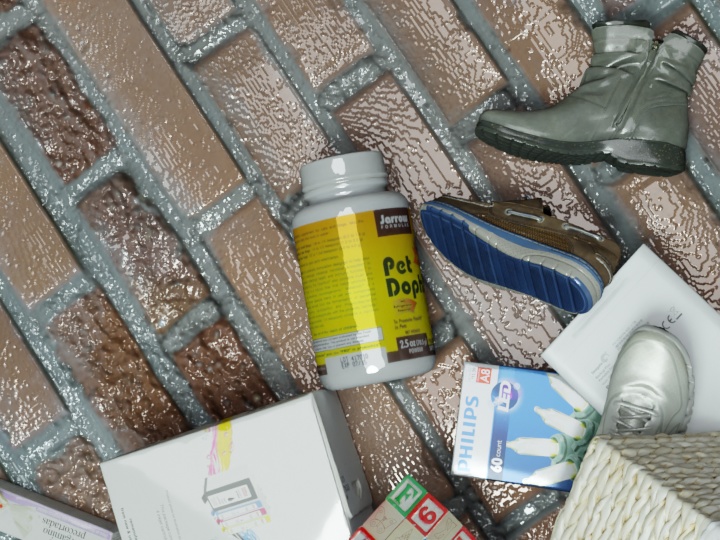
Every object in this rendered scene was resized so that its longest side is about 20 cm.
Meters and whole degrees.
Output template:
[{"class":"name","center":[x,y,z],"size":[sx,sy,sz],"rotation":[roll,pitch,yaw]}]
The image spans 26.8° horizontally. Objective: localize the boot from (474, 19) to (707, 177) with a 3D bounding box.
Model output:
[{"class":"boot","center":[0.206,-0.161,1.356],"size":[0.197,0.068,0.132],"rotation":[8,85,1]}]

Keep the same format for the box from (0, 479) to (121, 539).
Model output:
[{"class":"box","center":[-0.322,0.227,1.424],"size":[0.198,0.041,0.039],"rotation":[20,92,7]}]

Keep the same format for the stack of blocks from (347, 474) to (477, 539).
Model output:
[{"class":"stack of blocks","center":[0.062,0.274,1.284],"size":[0.115,0.200,0.058],"rotation":[-47,45,-6]}]

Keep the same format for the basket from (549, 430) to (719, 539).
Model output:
[{"class":"basket","center":[0.253,0.240,1.165],"size":[0.161,0.197,0.202],"rotation":[39,116,44]}]

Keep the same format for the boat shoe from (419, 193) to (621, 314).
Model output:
[{"class":"boat shoe","center":[0.142,-0.025,1.338],"size":[0.199,0.073,0.072],"rotation":[28,58,34]}]

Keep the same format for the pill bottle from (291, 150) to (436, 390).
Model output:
[{"class":"pill bottle","center":[0.000,0.000,1.351],"size":[0.108,0.109,0.203],"rotation":[-11,87,7]}]

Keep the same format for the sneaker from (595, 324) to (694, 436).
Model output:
[{"class":"sneaker","center":[0.223,0.145,1.244],"size":[0.074,0.081,0.202],"rotation":[17,107,21]}]

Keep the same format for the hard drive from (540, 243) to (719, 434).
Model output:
[{"class":"hard drive","center":[0.271,0.095,1.294],"size":[0.200,0.027,0.132],"rotation":[44,92,9]}]

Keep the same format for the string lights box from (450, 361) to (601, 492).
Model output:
[{"class":"string lights box","center":[0.185,0.144,1.344],"size":[0.197,0.059,0.104],"rotation":[6,86,7]}]

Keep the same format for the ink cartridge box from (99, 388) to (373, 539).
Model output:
[{"class":"ink cartridge box","center":[-0.101,0.202,1.339],"size":[0.198,0.147,0.146],"rotation":[-18,86,7]}]
